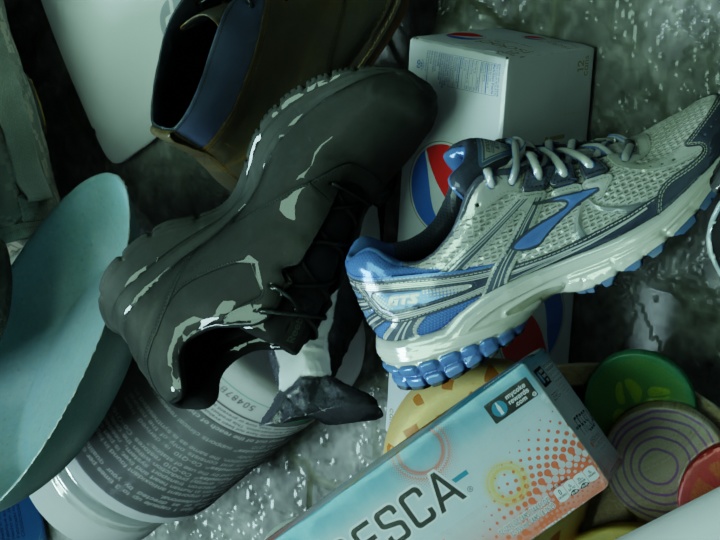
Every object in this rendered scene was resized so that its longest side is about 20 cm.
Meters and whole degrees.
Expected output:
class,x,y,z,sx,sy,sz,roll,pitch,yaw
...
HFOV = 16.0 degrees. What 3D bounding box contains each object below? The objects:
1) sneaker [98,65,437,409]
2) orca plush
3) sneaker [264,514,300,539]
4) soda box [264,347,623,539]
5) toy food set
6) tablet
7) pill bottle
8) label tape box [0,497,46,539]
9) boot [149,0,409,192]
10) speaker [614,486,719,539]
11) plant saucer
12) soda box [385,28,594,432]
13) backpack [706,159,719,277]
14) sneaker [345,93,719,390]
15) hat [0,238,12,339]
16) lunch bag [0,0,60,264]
class,x,y,z,sx,sy,sz,roll,pitch,yaw
sneaker,-0.032,-0.011,1.200,0.200,0.076,0.091,-45,49,19
orca plush,0.000,0.000,1.279,0.105,0.071,0.200,-37,39,26
sneaker,0.046,0.202,1.311,0.200,0.081,0.147,6,129,23
soda box,0.017,0.119,1.147,0.200,0.064,0.068,-36,87,12
toy food set,0.109,0.136,1.187,0.198,0.049,0.200,-1,94,12
tablet,-0.104,-0.156,1.409,0.200,0.014,0.130,-33,76,43
pill bottle,-0.096,0.067,1.376,0.200,0.113,0.113,-41,70,41
label tape box,-0.293,0.113,1.611,0.200,0.063,0.144,-10,91,44
boot,-0.036,-0.133,1.253,0.075,0.097,0.200,5,78,48
speaker,0.170,0.130,1.104,0.200,0.081,0.081,-29,77,15
plant saucer,-0.158,0.047,1.334,0.201,0.039,0.201,-47,27,34
soda box,0.062,-0.013,1.240,0.064,0.068,0.200,17,110,41
backpack,0.256,-0.001,0.999,0.200,0.150,0.178,57,133,28
sneaker,0.080,-0.029,1.154,0.200,0.077,0.085,-34,100,4
hat,-0.234,0.019,1.376,0.201,0.081,0.201,-50,31,45
lunch bag,-0.247,-0.078,1.490,0.200,0.117,0.164,-18,87,49
